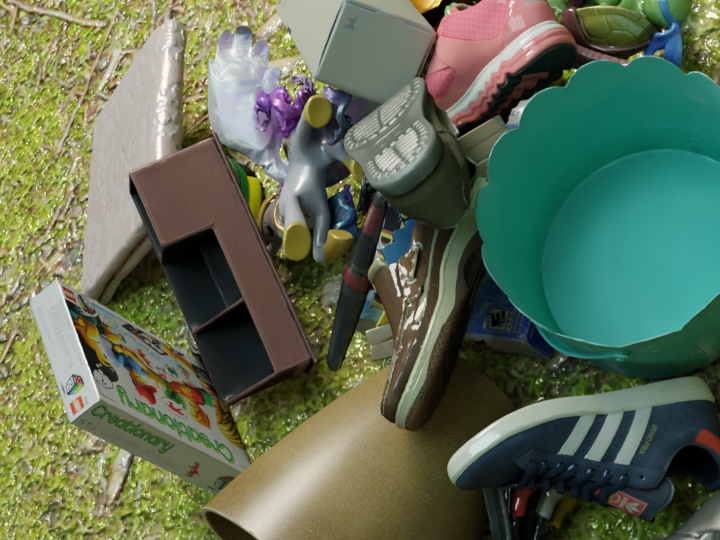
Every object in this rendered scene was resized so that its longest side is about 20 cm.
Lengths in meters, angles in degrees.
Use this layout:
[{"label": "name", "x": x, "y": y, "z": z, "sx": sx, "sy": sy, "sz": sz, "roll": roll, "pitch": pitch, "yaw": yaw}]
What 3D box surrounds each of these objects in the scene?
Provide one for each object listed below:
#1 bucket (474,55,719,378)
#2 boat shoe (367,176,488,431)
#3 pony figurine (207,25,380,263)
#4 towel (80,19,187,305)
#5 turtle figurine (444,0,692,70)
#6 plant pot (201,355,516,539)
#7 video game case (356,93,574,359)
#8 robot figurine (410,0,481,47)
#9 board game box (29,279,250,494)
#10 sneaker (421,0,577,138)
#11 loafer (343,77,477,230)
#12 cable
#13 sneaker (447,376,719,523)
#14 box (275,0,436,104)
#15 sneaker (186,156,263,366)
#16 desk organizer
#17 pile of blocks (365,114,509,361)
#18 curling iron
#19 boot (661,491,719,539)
[{"label": "bucket", "x": 0.188, "y": -0.028, "z": 1.264, "sx": 0.206, "sy": 0.135, "sz": 0.209, "roll": -7, "pitch": 68, "yaw": 19}, {"label": "boat shoe", "x": 0.040, "y": 0.018, "z": 1.283, "sx": 0.074, "sy": 0.075, "sz": 0.203, "roll": 15, "pitch": 55, "yaw": 11}, {"label": "pony figurine", "x": -0.044, "y": -0.093, "z": 1.474, "sx": 0.200, "sy": 0.165, "sz": 0.195, "roll": -172, "pitch": 91, "yaw": -75}, {"label": "towel", "x": -0.200, "y": -0.092, "z": 1.629, "sx": 0.191, "sy": 0.032, "sz": 0.201, "roll": 136, "pitch": 140, "yaw": -53}, {"label": "turtle figurine", "x": 0.165, "y": -0.224, "z": 1.398, "sx": 0.193, "sy": 0.144, "sz": 0.201, "roll": -19, "pitch": 92, "yaw": 41}, {"label": "plant pot", "x": 0.021, "y": 0.158, "z": 1.315, "sx": 0.186, "sy": 0.187, "sz": 0.200, "roll": 28, "pitch": 70, "yaw": 42}, {"label": "video game case", "x": 0.089, "y": -0.041, "z": 1.432, "sx": 0.180, "sy": 0.045, "sz": 0.201, "roll": 5, "pitch": 72, "yaw": 39}, {"label": "robot figurine", "x": 0.091, "y": -0.256, "z": 1.526, "sx": 0.199, "sy": 0.058, "sz": 0.146, "roll": -22, "pitch": 57, "yaw": 28}, {"label": "board game box", "x": -0.170, "y": 0.097, "z": 1.454, "sx": 0.035, "sy": 0.200, "sz": 0.127, "roll": -38, "pitch": 51, "yaw": 15}, {"label": "sneaker", "x": 0.082, "y": -0.151, "z": 1.375, "sx": 0.200, "sy": 0.073, "sz": 0.087, "roll": -37, "pitch": 70, "yaw": 46}, {"label": "loafer", "x": 0.037, "y": -0.075, "z": 1.281, "sx": 0.075, "sy": 0.070, "sz": 0.200, "roll": -36, "pitch": 18, "yaw": 12}, {"label": "cable", "x": 0.114, "y": 0.191, "z": 1.266, "sx": 0.050, "sy": 0.097, "sz": 0.201, "roll": -6, "pitch": 66, "yaw": 39}, {"label": "sneaker", "x": 0.158, "y": 0.131, "z": 1.221, "sx": 0.199, "sy": 0.075, "sz": 0.085, "roll": -12, "pitch": 66, "yaw": -17}, {"label": "box", "x": -0.008, "y": -0.196, "z": 1.443, "sx": 0.200, "sy": 0.082, "sz": 0.069, "roll": -113, "pitch": 43, "yaw": -65}, {"label": "sneaker", "x": -0.132, "y": -0.013, "z": 1.558, "sx": 0.078, "sy": 0.085, "sz": 0.201, "roll": -21, "pitch": 58, "yaw": 27}, {"label": "desk organizer", "x": -0.112, "y": 0.002, "z": 1.470, "sx": 0.077, "sy": 0.072, "sz": 0.201, "roll": -23, "pitch": 83, "yaw": -11}, {"label": "pile of blocks", "x": 0.055, "y": -0.022, "z": 1.371, "sx": 0.082, "sy": 0.062, "sz": 0.201, "roll": 34, "pitch": 85, "yaw": 2}, {"label": "curling iron", "x": 0.000, "y": 0.000, "z": 1.397, "sx": 0.025, "sy": 0.201, "sz": 0.050, "roll": 11, "pitch": 37, "yaw": -1}, {"label": "boot", "x": 0.204, "y": 0.240, "z": 1.172, "sx": 0.199, "sy": 0.073, "sz": 0.182, "roll": -33, "pitch": 37, "yaw": 0}]
